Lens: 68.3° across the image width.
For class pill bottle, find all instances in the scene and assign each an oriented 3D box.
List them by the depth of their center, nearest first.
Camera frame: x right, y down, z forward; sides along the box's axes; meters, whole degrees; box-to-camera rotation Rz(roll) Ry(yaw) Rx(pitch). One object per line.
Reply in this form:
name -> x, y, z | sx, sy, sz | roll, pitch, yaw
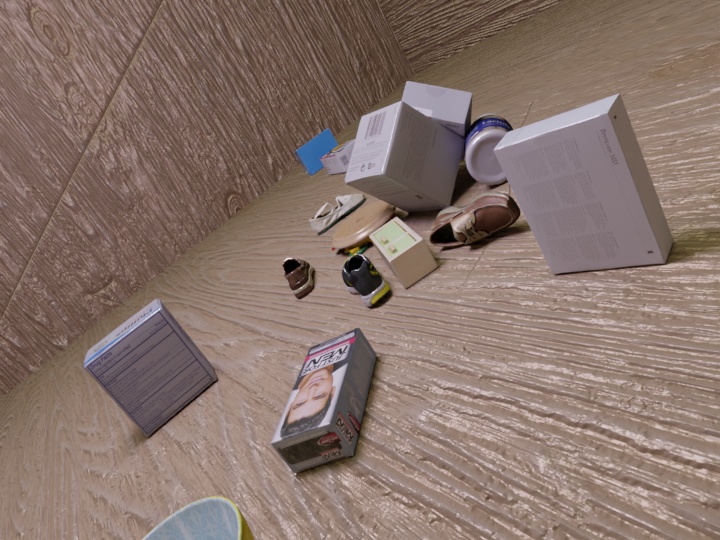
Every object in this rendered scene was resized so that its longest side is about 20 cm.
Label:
pill bottle -> 0.289, -0.278, 1.180 | 0.114, 0.117, 0.201 | -25, 22, 22

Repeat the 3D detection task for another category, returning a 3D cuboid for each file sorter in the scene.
file sorter -> -0.216, -0.596, 2.671 | 0.198, 0.140, 0.123 | -36, 17, -7

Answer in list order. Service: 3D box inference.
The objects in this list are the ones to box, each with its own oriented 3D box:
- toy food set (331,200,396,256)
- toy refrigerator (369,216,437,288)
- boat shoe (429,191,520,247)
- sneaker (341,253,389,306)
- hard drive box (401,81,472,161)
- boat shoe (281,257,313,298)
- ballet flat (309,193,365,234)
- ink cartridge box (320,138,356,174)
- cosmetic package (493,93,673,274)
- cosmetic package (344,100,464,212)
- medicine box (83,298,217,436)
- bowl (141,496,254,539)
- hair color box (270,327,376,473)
toy food set -> 0.009, -0.110, 1.341 | 0.196, 0.049, 0.200 | -37, 20, -5
toy refrigerator -> 0.078, -0.043, 1.049 | 0.075, 0.071, 0.200 | -32, 20, 1
boat shoe -> 0.198, -0.079, 0.952 | 0.074, 0.076, 0.199 | -50, 16, -26
sneaker -> 0.000, 0.000, 1.051 | 0.074, 0.086, 0.200 | -35, 20, -8
hard drive box -> 0.181, -0.349, 1.255 | 0.200, 0.152, 0.079 | 49, -123, -73
boat shoe -> -0.160, -0.003, 1.325 | 0.074, 0.076, 0.202 | -34, 20, -4
ballet flat -> -0.072, -0.191, 1.630 | 0.199, 0.063, 0.067 | -39, 21, -12
ink cartridge box -> -0.058, -0.499, 2.279 | 0.175, 0.085, 0.199 | -40, 20, -16
cosmetic package -> 0.276, -0.095, 0.659 | 0.149, 0.202, 0.052 | -5, 34, 52
cosmetic package -> 0.101, -0.249, 1.208 | 0.166, 0.197, 0.171 | 3, 76, 59
medicine box -> -0.435, 0.199, 1.112 | 0.181, 0.202, 0.103 | -38, 20, -14
bowl -> -0.163, 0.338, 0.506 | 0.197, 0.109, 0.201 | -30, 20, 12
hair color box -> -0.045, 0.177, 0.756 | 0.097, 0.061, 0.201 | -25, 23, 23
